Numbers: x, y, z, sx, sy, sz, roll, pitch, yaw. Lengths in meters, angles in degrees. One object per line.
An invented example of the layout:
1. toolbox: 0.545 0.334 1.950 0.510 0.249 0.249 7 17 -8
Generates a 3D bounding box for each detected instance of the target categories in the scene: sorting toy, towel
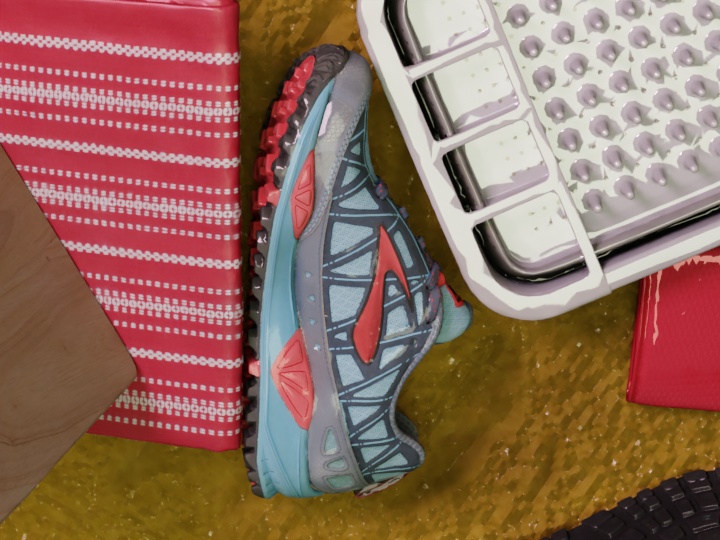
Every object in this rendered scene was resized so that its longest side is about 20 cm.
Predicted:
1. sorting toy: -0.193 0.003 1.127 0.070 0.200 0.199 -28 99 21
2. towel: -0.115 -0.027 1.217 0.145 0.022 0.200 7 112 17

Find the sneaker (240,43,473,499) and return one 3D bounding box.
1. sneaker: 0.000 0.000 1.239 0.095 0.079 0.200 2 114 -7

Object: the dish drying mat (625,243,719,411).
1. dish drying mat: 0.217 0.028 1.277 0.200 0.018 0.077 3 105 -4

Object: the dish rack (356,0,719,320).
1. dish rack: 0.113 -0.088 1.231 0.200 0.044 0.172 -23 103 4

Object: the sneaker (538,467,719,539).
1. sneaker: 0.121 0.154 1.288 0.200 0.076 0.088 -20 119 7
